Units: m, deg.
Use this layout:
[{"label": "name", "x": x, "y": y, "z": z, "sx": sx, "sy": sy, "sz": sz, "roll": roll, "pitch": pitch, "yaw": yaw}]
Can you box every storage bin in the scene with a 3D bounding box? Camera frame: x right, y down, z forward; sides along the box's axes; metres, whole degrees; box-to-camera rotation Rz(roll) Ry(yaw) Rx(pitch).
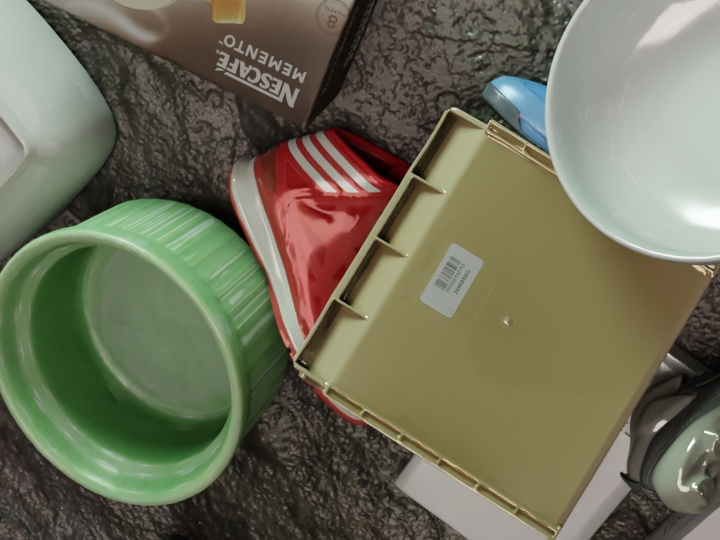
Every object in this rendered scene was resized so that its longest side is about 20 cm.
[{"label": "storage bin", "x": 0.090, "y": 0.033, "z": 1.143, "sx": 0.198, "sy": 0.094, "sz": 0.201, "roll": 32, "pitch": 89, "yaw": 3}]

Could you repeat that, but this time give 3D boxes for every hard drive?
[{"label": "hard drive", "x": 0.130, "y": 0.109, "z": 1.241, "sx": 0.132, "sy": 0.027, "sz": 0.201, "roll": 35, "pitch": 114, "yaw": 1}]

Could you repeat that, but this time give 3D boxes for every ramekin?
[{"label": "ramekin", "x": -0.145, "y": 0.049, "z": 1.239, "sx": 0.199, "sy": 0.098, "sz": 0.202, "roll": 12, "pitch": 118, "yaw": 23}]

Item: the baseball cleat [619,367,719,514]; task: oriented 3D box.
[{"label": "baseball cleat", "x": 0.241, "y": 0.067, "z": 1.151, "sx": 0.200, "sy": 0.106, "sz": 0.070, "roll": -39, "pitch": 117, "yaw": -19}]

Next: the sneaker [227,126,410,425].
[{"label": "sneaker", "x": 0.000, "y": 0.000, "z": 1.211, "sx": 0.115, "sy": 0.078, "sz": 0.201, "roll": -22, "pitch": 103, "yaw": 23}]

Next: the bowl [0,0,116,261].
[{"label": "bowl", "x": -0.291, "y": -0.100, "z": 1.258, "sx": 0.200, "sy": 0.075, "sz": 0.200, "roll": -40, "pitch": 96, "yaw": 22}]

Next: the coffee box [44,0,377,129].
[{"label": "coffee box", "x": -0.092, "y": -0.191, "z": 1.164, "sx": 0.199, "sy": 0.080, "sz": 0.115, "roll": 27, "pitch": 117, "yaw": 5}]

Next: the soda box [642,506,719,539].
[{"label": "soda box", "x": 0.261, "y": 0.165, "z": 1.204, "sx": 0.068, "sy": 0.064, "sz": 0.200, "roll": 42, "pitch": 114, "yaw": -2}]

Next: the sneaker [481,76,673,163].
[{"label": "sneaker", "x": 0.173, "y": -0.080, "z": 1.146, "sx": 0.199, "sy": 0.066, "sz": 0.079, "roll": 31, "pitch": 99, "yaw": 4}]

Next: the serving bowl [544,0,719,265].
[{"label": "serving bowl", "x": 0.210, "y": -0.096, "z": 1.065, "sx": 0.199, "sy": 0.066, "sz": 0.202, "roll": -7, "pitch": 75, "yaw": 26}]
